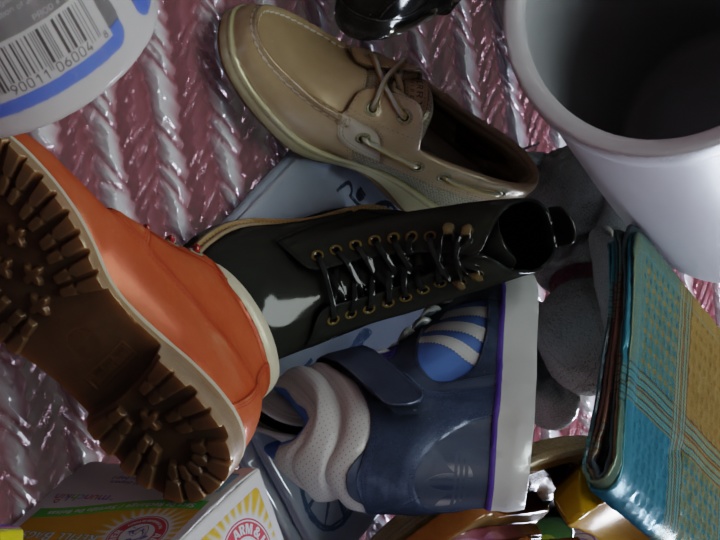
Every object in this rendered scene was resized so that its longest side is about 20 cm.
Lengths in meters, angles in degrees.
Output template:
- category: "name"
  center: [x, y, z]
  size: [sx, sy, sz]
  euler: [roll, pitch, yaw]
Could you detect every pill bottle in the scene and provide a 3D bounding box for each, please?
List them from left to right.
- category: "pill bottle"
  center: [-0.177, -0.166, 1.166]
  size: [0.114, 0.113, 0.201]
  euler: [-56, 132, -38]

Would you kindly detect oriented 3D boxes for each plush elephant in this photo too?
- category: "plush elephant"
  center: [0.152, 0.006, 1.587]
  size: [0.199, 0.165, 0.156]
  euler: [1, 73, -26]

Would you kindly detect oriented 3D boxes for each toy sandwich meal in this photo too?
- category: "toy sandwich meal"
  center: [0.076, 0.160, 1.455]
  size: [0.205, 0.205, 0.070]
  euler: [10, 45, -54]

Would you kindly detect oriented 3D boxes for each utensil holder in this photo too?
- category: "utensil holder"
  center: [0.179, -0.099, 1.411]
  size: [0.200, 0.169, 0.171]
  euler: [48, 50, -62]

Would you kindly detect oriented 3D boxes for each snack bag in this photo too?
- category: "snack bag"
  center: [-0.020, 0.034, 1.456]
  size: [0.189, 0.021, 0.201]
  euler: [-50, 122, -42]

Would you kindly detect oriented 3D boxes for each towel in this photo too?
- category: "towel"
  center: [0.170, 0.082, 1.474]
  size: [0.200, 0.022, 0.148]
  euler: [43, 50, -54]

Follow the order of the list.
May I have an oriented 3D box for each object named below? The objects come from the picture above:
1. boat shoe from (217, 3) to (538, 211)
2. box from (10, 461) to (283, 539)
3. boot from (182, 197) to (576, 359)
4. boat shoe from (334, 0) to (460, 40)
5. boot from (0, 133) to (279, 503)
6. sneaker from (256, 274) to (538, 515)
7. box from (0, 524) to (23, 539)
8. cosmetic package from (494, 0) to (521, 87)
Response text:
- category: "boat shoe"
  center: [0.011, -0.086, 1.435]
  size: [0.200, 0.065, 0.072]
  euler: [34, 45, -32]
- category: "box"
  center: [-0.086, 0.200, 1.284]
  size: [0.101, 0.112, 0.201]
  euler: [-41, 120, -46]
- category: "boot"
  center: [0.000, 0.000, 1.358]
  size: [0.200, 0.138, 0.078]
  euler: [-29, 107, -48]
- category: "boat shoe"
  center: [0.036, -0.177, 1.513]
  size: [0.200, 0.070, 0.064]
  euler: [-36, 151, -58]
- category: "boot"
  center: [-0.116, 0.004, 1.260]
  size: [0.200, 0.075, 0.107]
  euler: [52, 32, -8]
- category: "sneaker"
  center: [0.016, 0.054, 1.397]
  size: [0.200, 0.145, 0.081]
  euler: [-84, 177, -61]
- category: "box"
  center: [-0.230, 0.201, 1.096]
  size: [0.175, 0.096, 0.201]
  euler: [7, 83, -54]
- category: "cosmetic package"
  center: [0.189, -0.170, 1.596]
  size: [0.108, 0.199, 0.085]
  euler: [-44, 122, -51]
